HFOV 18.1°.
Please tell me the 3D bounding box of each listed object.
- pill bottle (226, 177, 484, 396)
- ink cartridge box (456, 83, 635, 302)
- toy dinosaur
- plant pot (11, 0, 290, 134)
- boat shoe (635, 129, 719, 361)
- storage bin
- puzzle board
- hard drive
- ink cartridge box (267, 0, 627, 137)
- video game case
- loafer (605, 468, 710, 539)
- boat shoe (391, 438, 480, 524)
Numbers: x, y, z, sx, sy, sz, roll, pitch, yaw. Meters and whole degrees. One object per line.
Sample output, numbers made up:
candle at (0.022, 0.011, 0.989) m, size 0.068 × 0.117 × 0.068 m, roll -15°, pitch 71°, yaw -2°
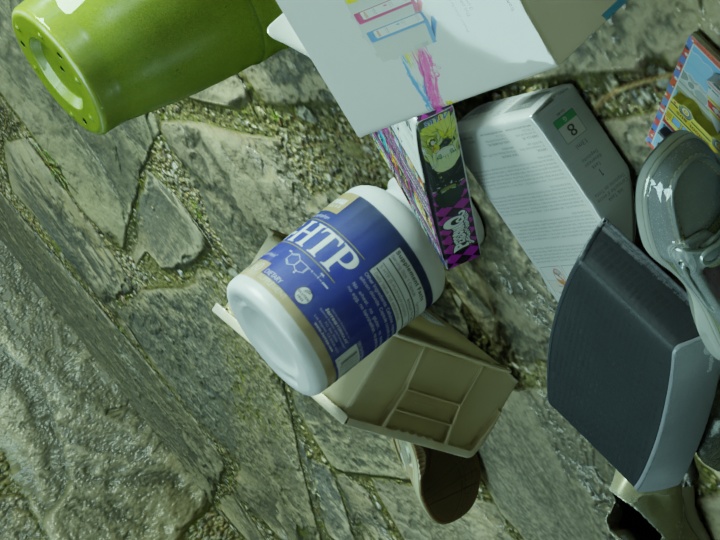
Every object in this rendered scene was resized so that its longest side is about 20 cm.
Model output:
pill bottle at (0.000, 0.000, 1.872) m, size 0.120 × 0.200 × 0.120 m, roll 46°, pitch 162°, yaw 19°
ink cartridge box at (0.160, -0.038, 1.647) m, size 0.200 × 0.050 × 0.161 m, roll 53°, pitch 163°, yaw -11°
toy dinosaur at (0.256, 0.110, 1.642) m, size 0.200 × 0.077 × 0.102 m, roll 34°, pitch 162°, yaw 54°
plant pot at (-0.186, -0.221, 1.926) m, size 0.200 × 0.193 × 0.200 m, roll 46°, pitch 163°, yaw 19°
boat shoe at (0.233, -0.007, 1.421) m, size 0.065 × 0.074 × 0.202 m, roll 24°, pitch 152°, yaw 46°
storage bin at (0.009, 0.067, 2.036) m, size 0.198 × 0.094 × 0.200 m, roll 20°, pitch -167°, yaw -48°
puzzle board at (0.260, -0.044, 1.418) m, size 0.200 × 0.017 × 0.151 m, roll 47°, pitch 163°, yaw 15°
hard drive at (0.189, 0.068, 1.602) m, size 0.135 × 0.042 × 0.200 m, roll 45°, pitch 153°, yaw 26°
ink cartridge box at (0.050, -0.179, 1.372) m, size 0.200 × 0.129 × 0.125 m, roll -17°, pitch 110°, yaw 47°
video game case at (0.029, -0.128, 1.726) m, size 0.181 × 0.036 × 0.200 m, roll 76°, pitch 169°, yaw -52°
loafer at (0.244, 0.213, 1.892) m, size 0.076 × 0.068 × 0.200 m, roll 37°, pitch 157°, yaw 41°
boat shoe at (0.066, 0.172, 2.286) m, size 0.065 × 0.072 × 0.200 m, roll 45°, pitch 162°, yaw 51°
